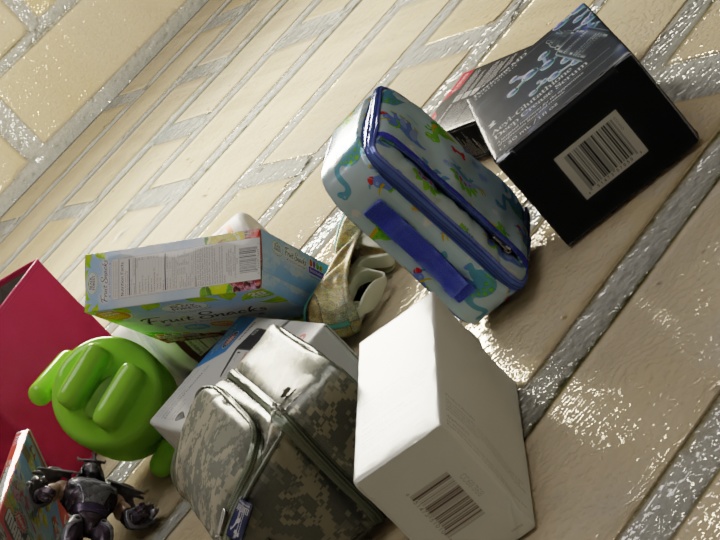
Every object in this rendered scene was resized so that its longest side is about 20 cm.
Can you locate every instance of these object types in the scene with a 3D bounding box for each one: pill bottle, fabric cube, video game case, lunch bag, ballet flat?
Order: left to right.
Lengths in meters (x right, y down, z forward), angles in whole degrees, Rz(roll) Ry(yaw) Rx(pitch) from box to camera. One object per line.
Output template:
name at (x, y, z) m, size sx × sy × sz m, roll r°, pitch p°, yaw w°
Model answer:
fabric cube at (-0.416, 0.145, 1.916) m, size 0.200 × 0.199 × 0.196 m, roll -25°, pitch 27°, yaw 41°
video game case at (-0.320, 0.265, 1.564) m, size 0.017 × 0.143 × 0.200 m, roll -16°, pitch 24°, yaw 6°
pill bottle at (-0.170, 0.040, 1.779) m, size 0.200 × 0.114 × 0.114 m, roll -40°, pitch 19°, yaw 8°
lunch bag at (-0.063, 0.154, 1.286) m, size 0.168 × 0.139 × 0.200 m, roll -47°, pitch 22°, yaw -6°
ballet flat at (0.000, 0.000, 1.623) m, size 0.071 × 0.071 × 0.200 m, roll -30°, pitch 22°, yaw 33°
lunch bag at (0.061, -0.057, 1.398) m, size 0.082 × 0.200 × 0.161 m, roll -41°, pitch 16°, yaw 25°

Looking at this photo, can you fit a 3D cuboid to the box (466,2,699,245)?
box at (0.195, -0.137, 1.447) m, size 0.148 × 0.107 × 0.200 m, roll -40°, pitch 18°, yaw 11°

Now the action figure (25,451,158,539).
action figure at (-0.259, 0.246, 1.536) m, size 0.200 × 0.130 × 0.070 m, roll -97°, pitch 19°, yaw -51°

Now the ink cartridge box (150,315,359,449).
ink cartridge box at (-0.093, 0.123, 1.495) m, size 0.145 × 0.084 × 0.200 m, roll -49°, pitch 20°, yaw -18°

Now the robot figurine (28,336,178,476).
robot figurine at (-0.250, 0.135, 1.657) m, size 0.116 × 0.175 × 0.200 m, roll -62°, pitch -9°, yaw -10°

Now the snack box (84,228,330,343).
snack box at (-0.151, 0.018, 1.618) m, size 0.199 × 0.169 × 0.068 m, roll -9°, pitch 74°, yaw 21°

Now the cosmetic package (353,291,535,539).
cosmetic package at (0.059, 0.116, 1.172) m, size 0.081 × 0.113 × 0.200 m, roll -36°, pitch 18°, yaw 16°

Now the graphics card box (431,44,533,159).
graphics card box at (0.157, -0.180, 1.702) m, size 0.200 × 0.051 × 0.126 m, roll -18°, pitch 31°, yaw 53°
